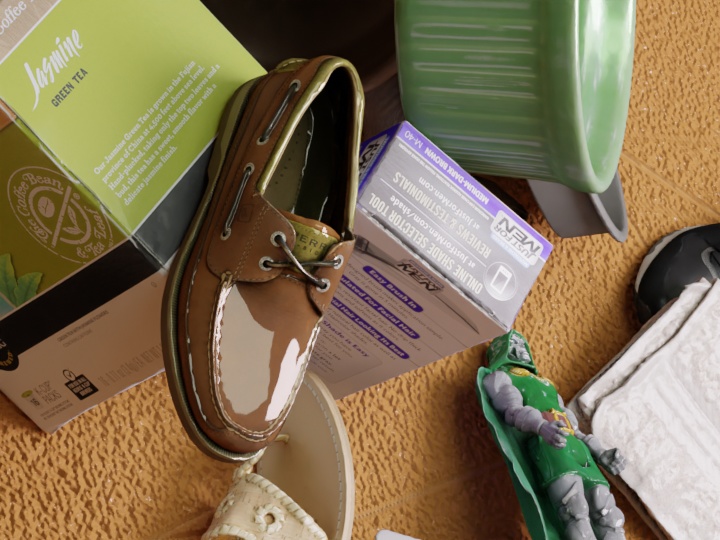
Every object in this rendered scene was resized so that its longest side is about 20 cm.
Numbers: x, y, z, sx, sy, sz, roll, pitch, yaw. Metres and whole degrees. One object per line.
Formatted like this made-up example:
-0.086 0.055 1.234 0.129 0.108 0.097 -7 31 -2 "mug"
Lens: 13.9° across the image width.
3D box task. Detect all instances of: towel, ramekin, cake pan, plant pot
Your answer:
0.225 0.114 1.775 0.133 0.034 0.200 -44 102 -16 "towel"
0.082 -0.142 1.545 0.200 0.097 0.201 2 90 -76 "ramekin"
0.108 -0.107 1.736 0.200 0.037 0.201 -18 90 -79 "cake pan"
-0.057 -0.213 1.649 0.200 0.200 0.175 22 45 -26 "plant pot"

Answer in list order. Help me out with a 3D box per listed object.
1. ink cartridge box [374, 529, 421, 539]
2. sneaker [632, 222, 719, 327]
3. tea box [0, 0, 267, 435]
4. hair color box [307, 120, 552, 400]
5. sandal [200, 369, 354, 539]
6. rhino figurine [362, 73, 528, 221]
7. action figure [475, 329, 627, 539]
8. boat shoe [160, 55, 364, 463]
0.070 0.226 1.631 0.200 0.068 0.116 20 61 -28 "ink cartridge box"
0.256 -0.012 1.836 0.200 0.088 0.076 -25 88 -38 "sneaker"
-0.147 -0.048 1.500 0.197 0.200 0.134 46 54 -10 "tea box"
0.000 0.000 1.581 0.109 0.200 0.065 39 62 -16 "hair color box"
-0.050 0.152 1.570 0.070 0.078 0.212 6 75 -39 "sandal"
0.039 -0.086 1.730 0.087 0.060 0.200 -24 88 -20 "rhino figurine"
0.114 0.112 1.678 0.118 0.055 0.200 25 30 -46 "action figure"
-0.042 -0.011 1.389 0.072 0.068 0.201 20 66 -32 "boat shoe"
